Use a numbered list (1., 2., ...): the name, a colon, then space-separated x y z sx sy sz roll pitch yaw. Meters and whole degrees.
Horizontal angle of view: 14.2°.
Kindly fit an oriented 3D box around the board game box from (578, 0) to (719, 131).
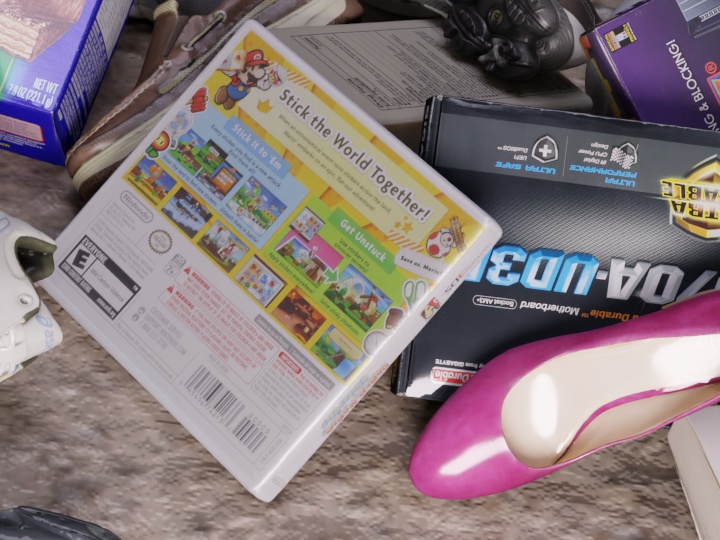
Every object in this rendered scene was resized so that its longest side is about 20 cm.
1. board game box: 0.237 -0.078 1.573 0.165 0.057 0.201 -28 93 -7

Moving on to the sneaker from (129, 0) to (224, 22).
1. sneaker: -0.104 -0.202 1.732 0.199 0.116 0.075 27 40 18

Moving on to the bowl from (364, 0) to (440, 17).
1. bowl: 0.037 -0.222 1.811 0.200 0.094 0.201 7 39 -6

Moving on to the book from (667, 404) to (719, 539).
1. book: 0.269 0.121 1.464 0.199 0.048 0.134 -2 49 -19

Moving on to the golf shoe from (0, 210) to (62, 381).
1. golf shoe: -0.193 0.029 1.411 0.097 0.079 0.200 12 39 -8

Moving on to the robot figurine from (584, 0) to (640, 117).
1. robot figurine: 0.211 -0.096 1.682 0.200 0.113 0.169 39 5 30

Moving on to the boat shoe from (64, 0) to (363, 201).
1. boat shoe: -0.095 -0.115 1.631 0.202 0.075 0.075 -35 80 -27

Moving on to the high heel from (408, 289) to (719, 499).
1. high heel: 0.120 0.066 1.438 0.199 0.068 0.096 -21 10 -8

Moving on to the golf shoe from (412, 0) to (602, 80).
1. golf shoe: 0.067 -0.178 1.670 0.094 0.078 0.200 1 43 -45

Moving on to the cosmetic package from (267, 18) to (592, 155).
1. cosmetic package: 0.023 -0.085 1.618 0.199 0.071 0.105 -7 39 -44

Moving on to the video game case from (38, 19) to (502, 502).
1. video game case: -0.052 -0.009 1.489 0.182 0.023 0.200 -49 57 0

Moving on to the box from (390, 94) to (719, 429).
1. box: 0.122 -0.002 1.512 0.199 0.160 0.046 8 1 -5

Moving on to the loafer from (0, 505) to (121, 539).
1. loafer: -0.206 0.141 1.318 0.199 0.073 0.072 9 43 -1

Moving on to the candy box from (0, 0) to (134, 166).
1. candy box: -0.213 -0.182 1.644 0.168 0.077 0.201 16 68 6
